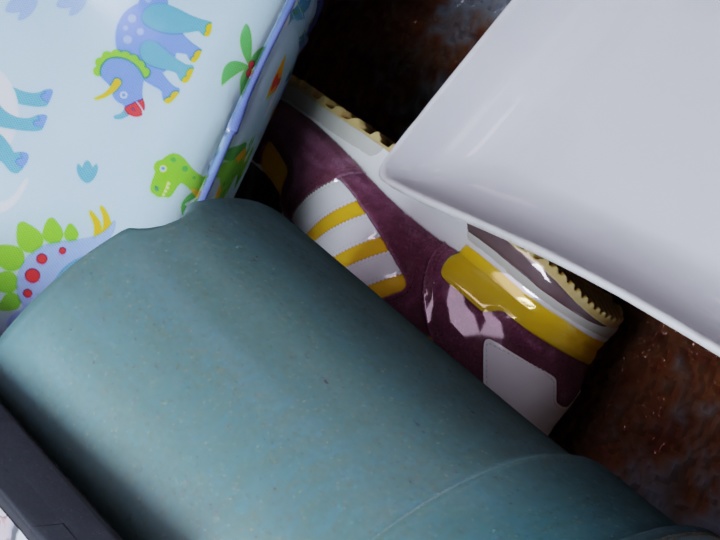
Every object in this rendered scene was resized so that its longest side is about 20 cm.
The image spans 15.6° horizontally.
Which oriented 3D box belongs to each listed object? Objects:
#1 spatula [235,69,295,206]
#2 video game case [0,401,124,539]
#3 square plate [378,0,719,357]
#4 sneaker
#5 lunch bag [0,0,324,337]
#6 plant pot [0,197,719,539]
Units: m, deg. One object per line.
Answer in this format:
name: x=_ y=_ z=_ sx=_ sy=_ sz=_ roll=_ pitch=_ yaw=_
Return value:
spatula: x=-0.043 y=0.009 z=1.019 sx=0.056 sy=0.020 sz=0.202 roll=-9 pitch=69 yaw=42
video game case: x=-0.134 y=0.111 z=0.831 sx=0.200 sy=0.025 sz=0.182 roll=40 pitch=134 yaw=43
square plate: x=0.133 y=-0.066 z=0.864 sx=0.199 sy=0.028 sz=0.198 roll=29 pitch=75 yaw=42
sneaker: x=0.000 y=0.000 z=0.952 sx=0.200 sy=0.075 sz=0.090 roll=36 pitch=94 yaw=42
lunch bag: x=-0.112 y=-0.070 z=0.920 sx=0.160 sy=0.082 sz=0.201 roll=23 pitch=81 yaw=2
plant pot: x=-0.018 y=0.094 z=0.829 sx=0.196 sy=0.200 sz=0.201 roll=44 pitch=104 yaw=29
